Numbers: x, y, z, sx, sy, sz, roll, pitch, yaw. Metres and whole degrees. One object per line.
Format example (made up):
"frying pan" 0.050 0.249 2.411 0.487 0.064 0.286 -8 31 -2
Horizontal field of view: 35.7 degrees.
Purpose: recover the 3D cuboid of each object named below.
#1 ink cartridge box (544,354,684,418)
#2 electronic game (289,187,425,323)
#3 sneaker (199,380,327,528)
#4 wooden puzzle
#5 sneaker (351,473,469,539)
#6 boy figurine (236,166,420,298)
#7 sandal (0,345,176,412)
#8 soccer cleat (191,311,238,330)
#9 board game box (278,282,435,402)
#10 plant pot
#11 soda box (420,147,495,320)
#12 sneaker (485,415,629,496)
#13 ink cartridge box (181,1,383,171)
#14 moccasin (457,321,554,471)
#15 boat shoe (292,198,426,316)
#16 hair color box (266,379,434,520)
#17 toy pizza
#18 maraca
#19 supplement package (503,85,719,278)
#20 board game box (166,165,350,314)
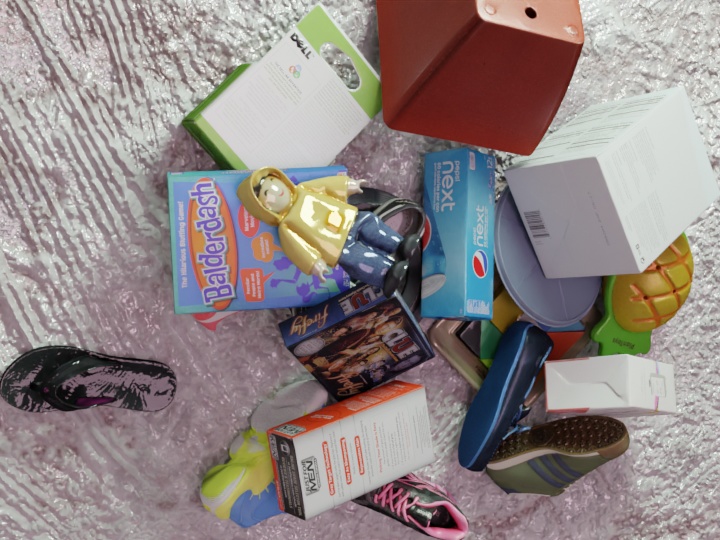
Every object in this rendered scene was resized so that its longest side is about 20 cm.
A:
"ink cartridge box" 0.332 0.153 1.443 0.199 0.115 0.068 16 70 -53
"electronic game" 0.000 0.000 1.363 0.197 0.042 0.203 -1 96 -14
"sneaker" -0.102 0.228 1.354 0.200 0.076 0.105 -44 128 -10
"wooden puzzle" 0.209 0.076 1.455 0.185 0.037 0.200 45 81 -20
"sneaker" 0.055 0.286 1.399 0.198 0.095 0.080 27 90 -20
"boy figurine" -0.036 -0.053 1.180 0.198 0.064 0.125 30 69 -1
"sandal" -0.304 0.126 1.264 0.198 0.048 0.076 2 97 -21
"soccer cleat" -0.115 -0.003 1.307 0.199 0.067 0.077 -31 137 -8
"board game box" 0.001 0.082 1.292 0.134 0.035 0.200 -27 151 5
"plant pot" 0.145 -0.275 1.264 0.197 0.176 0.202 8 62 -22
"soda box" 0.119 -0.042 1.356 0.064 0.067 0.203 9 81 -50
"sneaker" 0.258 0.248 1.446 0.198 0.067 0.090 -13 124 23
"ink cartridge box" -0.082 -0.185 1.288 0.200 0.076 0.148 -45 110 -10
"moccasin" 0.191 0.167 1.413 0.068 0.080 0.202 23 96 -24
"boat shoe" 0.001 -0.005 1.309 0.200 0.060 0.074 -42 103 -7
"hair color box" -0.008 0.208 1.320 0.198 0.061 0.103 -16 103 -37
"toy pizza" 0.235 -0.027 1.427 0.198 0.032 0.203 10 74 -35
"maraca" 0.370 0.031 1.474 0.136 0.107 0.202 15 101 -32
"supplement package" 0.312 -0.107 1.374 0.199 0.150 0.153 -36 110 -35
"board game box" -0.112 -0.035 1.236 0.197 0.045 0.154 -4 101 -8
